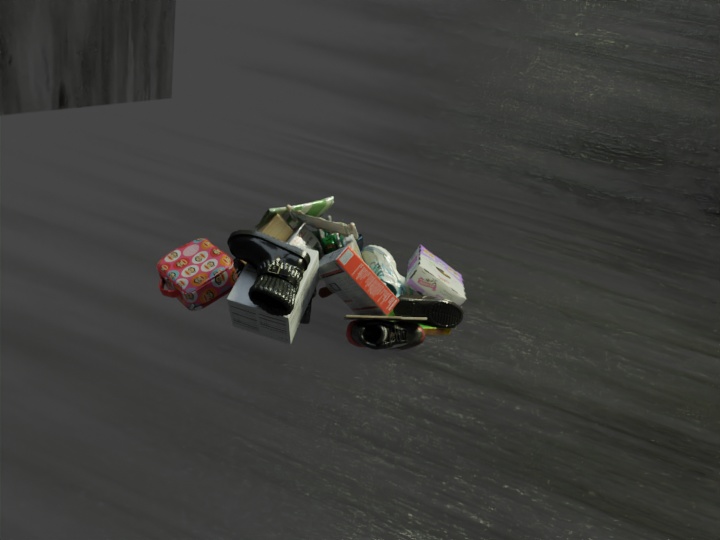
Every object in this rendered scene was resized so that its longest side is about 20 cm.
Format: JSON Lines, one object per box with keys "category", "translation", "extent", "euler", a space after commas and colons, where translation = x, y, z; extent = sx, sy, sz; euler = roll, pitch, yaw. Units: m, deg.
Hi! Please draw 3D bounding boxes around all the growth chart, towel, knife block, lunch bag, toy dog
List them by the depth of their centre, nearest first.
{"category": "lunch bag", "translation": [-0.417, 0.011, 1.411], "extent": [0.175, 0.083, 0.199], "euler": [-34, 45, -25]}
{"category": "knife block", "translation": [-0.275, -0.038, 1.478], "extent": [0.064, 0.199, 0.177], "euler": [41, 51, -17]}
{"category": "growth chart", "translation": [-0.097, -0.122, 1.482], "extent": [0.195, 0.018, 0.145], "euler": [15, -9, -2]}
{"category": "towel", "translation": [-0.181, -0.155, 1.553], "extent": [0.196, 0.024, 0.152], "euler": [-14, -10, -29]}
{"category": "toy dog", "translation": [-0.104, 0.028, 1.586], "extent": [0.200, 0.098, 0.130], "euler": [43, 31, 26]}

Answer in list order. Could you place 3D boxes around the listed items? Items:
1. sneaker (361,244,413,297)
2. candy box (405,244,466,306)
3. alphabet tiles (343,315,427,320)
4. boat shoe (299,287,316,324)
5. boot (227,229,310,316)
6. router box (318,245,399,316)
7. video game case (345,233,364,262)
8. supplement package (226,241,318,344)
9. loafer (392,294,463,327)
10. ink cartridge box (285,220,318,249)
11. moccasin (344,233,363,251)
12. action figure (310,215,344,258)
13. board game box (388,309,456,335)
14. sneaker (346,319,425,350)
{"category": "sneaker", "translation": [0.066, 0.014, 1.609], "extent": [0.201, 0.078, 0.086], "euler": [49, 44, 10]}
{"category": "candy box", "translation": [0.218, 0.026, 1.644], "extent": [0.166, 0.072, 0.201], "euler": [36, 19, -5]}
{"category": "alphabet tiles", "translation": [0.058, 0.116, 1.374], "extent": [0.194, 0.008, 0.167], "euler": [1, -7, -3]}
{"category": "boat shoe", "translation": [-0.146, 0.055, 1.461], "extent": [0.065, 0.072, 0.204], "euler": [24, 44, -18]}
{"category": "boot", "translation": [-0.223, 0.002, 1.250], "extent": [0.206, 0.080, 0.160], "euler": [15, 52, 8]}
{"category": "router box", "translation": [-0.016, 0.033, 1.380], "extent": [0.180, 0.049, 0.199], "euler": [47, -19, -11]}
{"category": "video game case", "translation": [0.000, 0.000, 1.568], "extent": [0.022, 0.185, 0.201], "euler": [-20, 24, 5]}
{"category": "supplement package", "translation": [-0.201, 0.044, 1.341], "extent": [0.152, 0.112, 0.203], "euler": [15, 51, 9]}
{"category": "loafer", "translation": [0.178, 0.094, 1.490], "extent": [0.195, 0.075, 0.072], "euler": [13, 19, -10]}
{"category": "ink cartridge box", "translation": [-0.187, -0.048, 1.508], "extent": [0.066, 0.199, 0.117], "euler": [41, 63, -14]}
{"category": "moccasin", "translation": [-0.066, -0.086, 1.848], "extent": [0.079, 0.070, 0.198], "euler": [21, 23, 31]}
{"category": "action figure", "translation": [-0.086, -0.073, 1.578], "extent": [0.116, 0.055, 0.202], "euler": [-24, 43, 4]}
{"category": "board game box", "translation": [0.151, 0.137, 1.507], "extent": [0.195, 0.031, 0.096], "euler": [0, 27, -20]}
{"category": "sneaker", "translation": [0.068, 0.154, 1.343], "extent": [0.195, 0.073, 0.098], "euler": [5, -5, -13]}
